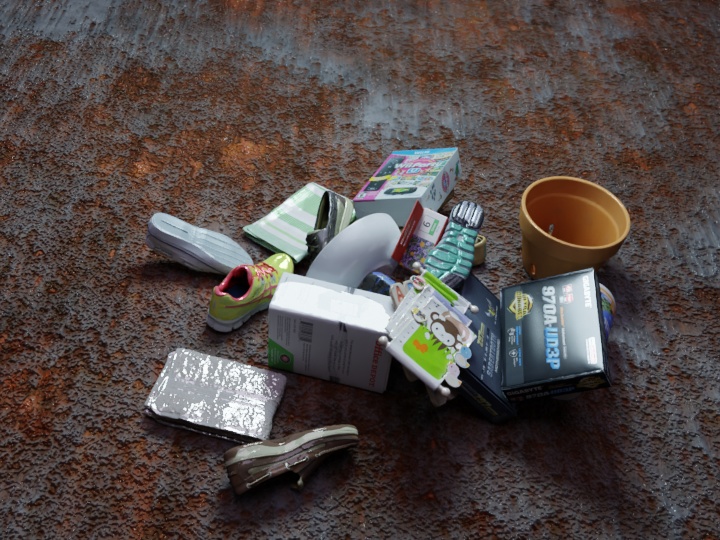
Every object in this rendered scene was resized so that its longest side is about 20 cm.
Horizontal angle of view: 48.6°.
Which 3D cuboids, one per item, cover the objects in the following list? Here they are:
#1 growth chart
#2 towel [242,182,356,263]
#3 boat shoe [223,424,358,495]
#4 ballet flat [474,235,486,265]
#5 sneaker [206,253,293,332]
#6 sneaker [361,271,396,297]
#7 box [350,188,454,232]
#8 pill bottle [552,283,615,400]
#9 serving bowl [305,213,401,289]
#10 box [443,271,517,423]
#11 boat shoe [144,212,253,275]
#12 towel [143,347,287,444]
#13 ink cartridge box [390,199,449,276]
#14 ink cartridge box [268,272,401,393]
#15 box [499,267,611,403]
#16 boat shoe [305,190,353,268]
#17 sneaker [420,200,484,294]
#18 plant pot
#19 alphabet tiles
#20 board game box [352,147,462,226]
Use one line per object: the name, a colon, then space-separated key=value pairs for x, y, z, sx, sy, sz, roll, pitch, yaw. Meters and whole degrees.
growth chart: x=0.108 y=0.087 z=1.181 sx=0.144 sy=0.018 sz=0.201 roll=33 pitch=44 yaw=-1
towel: x=-0.107 y=-0.097 z=1.530 sx=0.152 sy=0.024 sz=0.200 roll=27 pitch=48 yaw=31
boat shoe: x=-0.093 y=0.277 z=1.146 sx=0.200 sy=0.075 sz=0.076 roll=-9 pitch=70 yaw=-18
ballet flat: x=0.152 y=-0.075 z=1.528 sx=0.198 sy=0.063 sz=0.069 roll=22 pitch=46 yaw=15
sneaker: x=-0.182 y=0.021 z=1.369 sx=0.078 sy=0.091 sz=0.200 roll=27 pitch=46 yaw=22
sneaker: x=0.075 y=0.070 z=1.321 sx=0.200 sy=0.075 sz=0.079 roll=44 pitch=27 yaw=-23
box: x=0.066 y=-0.110 z=1.540 sx=0.162 sy=0.021 sz=0.200 roll=9 pitch=39 yaw=37
pill bottle: x=0.352 y=0.115 z=1.325 sx=0.111 sy=0.113 sz=0.201 roll=20 pitch=46 yaw=13
serving bowl: x=0.000 y=0.000 z=1.341 sx=0.199 sy=0.201 sz=0.066 roll=-29 pitch=63 yaw=-31
box: x=0.194 y=0.119 z=1.284 sx=0.157 sy=0.051 sz=0.201 roll=42 pitch=39 yaw=-21
boat shoe: x=-0.290 y=-0.034 z=1.430 sx=0.199 sy=0.067 sz=0.074 roll=29 pitch=39 yaw=-9
towel: x=-0.221 y=0.192 z=1.230 sx=0.197 sy=0.035 sz=0.133 roll=12 pitch=45 yaw=5
ink cartridge box: x=0.115 y=-0.044 z=1.381 sx=0.050 sy=0.200 sz=0.110 roll=25 pitch=88 yaw=17
ink cartridge box: x=-0.042 y=0.101 z=1.266 sx=0.197 sy=0.147 sz=0.085 roll=13 pitch=44 yaw=5
box: x=0.298 y=0.100 z=1.241 sx=0.157 sy=0.046 sz=0.202 roll=-14 pitch=45 yaw=25
boat shoe: x=-0.069 y=-0.052 z=1.434 sx=0.066 sy=0.072 sz=0.203 roll=29 pitch=63 yaw=-25
sneaker: x=0.153 y=-0.017 z=1.327 sx=0.074 sy=0.088 sz=0.201 roll=25 pitch=59 yaw=10
plant pot: x=0.383 y=-0.058 z=1.485 sx=0.197 sy=0.141 sz=0.201 roll=3 pitch=43 yaw=-3
alphabet tiles: x=0.111 y=0.107 z=1.248 sx=0.199 sy=0.015 sz=0.198 roll=-11 pitch=78 yaw=-56
board game box: x=0.093 y=-0.160 z=1.523 sx=0.146 sy=0.065 sz=0.200 roll=1 pitch=33 yaw=29
